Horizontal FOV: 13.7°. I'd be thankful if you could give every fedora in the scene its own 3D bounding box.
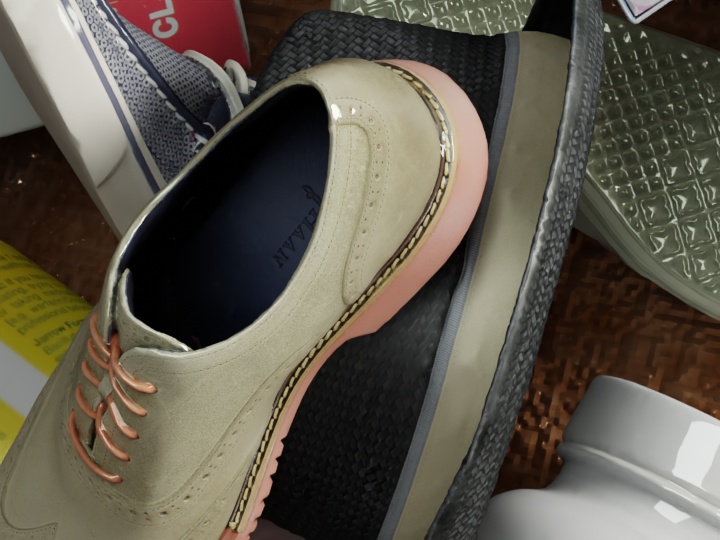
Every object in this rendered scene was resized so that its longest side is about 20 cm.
[{"bbox_3d":[0.000,0.000,0.828,0.091,0.201,0.202,16,77,-4],"label":"fedora"}]

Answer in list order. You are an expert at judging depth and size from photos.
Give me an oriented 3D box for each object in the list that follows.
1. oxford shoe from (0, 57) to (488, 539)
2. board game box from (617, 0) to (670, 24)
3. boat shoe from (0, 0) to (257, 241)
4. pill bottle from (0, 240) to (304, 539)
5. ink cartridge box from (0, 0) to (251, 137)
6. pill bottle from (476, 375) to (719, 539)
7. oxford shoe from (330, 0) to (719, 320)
[{"bbox_3d":[-0.053,0.025,0.744,0.071,0.074,0.200,41,105,25],"label":"oxford shoe"},{"bbox_3d":[0.104,-0.203,0.798,0.199,0.041,0.201,-31,92,23],"label":"board game box"},{"bbox_3d":[-0.039,-0.042,0.907,0.092,0.200,0.075,-34,44,-5],"label":"boat shoe"},{"bbox_3d":[-0.112,0.060,0.928,0.200,0.114,0.115,35,85,21],"label":"pill bottle"},{"bbox_3d":[-0.149,-0.108,0.953,0.199,0.083,0.146,-16,41,-4],"label":"ink cartridge box"},{"bbox_3d":[0.057,0.137,0.862,0.112,0.112,0.201,26,81,20],"label":"pill bottle"},{"bbox_3d":[0.080,-0.040,0.943,0.199,0.058,0.075,30,76,5],"label":"oxford shoe"}]
